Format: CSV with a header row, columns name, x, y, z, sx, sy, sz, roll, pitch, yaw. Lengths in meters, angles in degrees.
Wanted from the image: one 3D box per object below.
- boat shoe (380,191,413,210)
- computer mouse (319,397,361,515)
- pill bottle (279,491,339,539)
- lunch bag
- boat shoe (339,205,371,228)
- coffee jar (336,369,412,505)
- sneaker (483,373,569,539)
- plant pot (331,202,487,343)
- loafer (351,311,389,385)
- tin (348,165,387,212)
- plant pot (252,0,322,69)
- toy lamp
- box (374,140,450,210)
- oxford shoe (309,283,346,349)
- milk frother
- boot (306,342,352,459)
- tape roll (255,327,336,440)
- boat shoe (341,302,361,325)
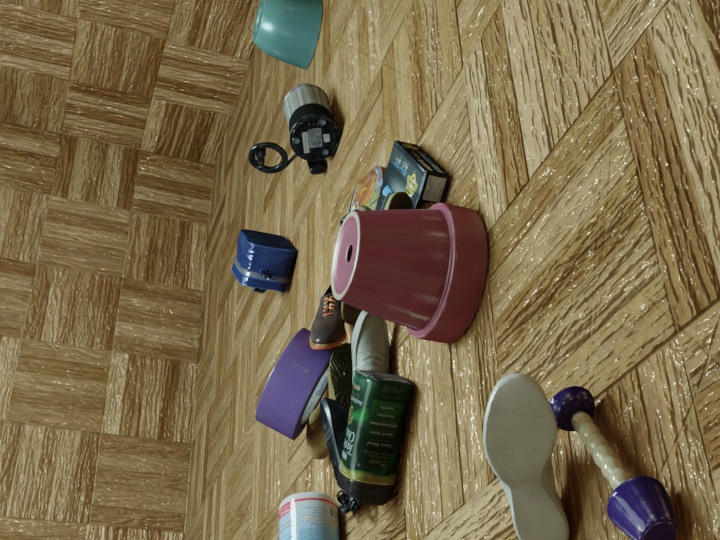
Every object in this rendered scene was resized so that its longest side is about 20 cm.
name,x,y,z,sx,sy,sz,roll,pitch,yaw
boat shoe,0.036,-0.027,1.471,0.066,0.071,0.202,19,109,46
computer mouse,-0.024,0.312,1.604,0.139,0.052,0.201,123,135,-73
pill bottle,-0.089,0.502,1.654,0.109,0.108,0.201,118,156,-45
lunch bag,-0.250,-0.015,2.424,0.200,0.135,0.133,-133,55,-68
boat shoe,0.001,-0.010,1.624,0.073,0.064,0.201,16,121,57
coffee jar,0.020,0.263,1.481,0.104,0.085,0.202,-173,92,-73
sneaker,0.169,0.190,0.982,0.089,0.075,0.201,-82,-19,-70
plant pot,0.060,-0.006,1.346,0.200,0.178,0.202,-170,90,-74
loafer,0.020,0.164,1.567,0.070,0.069,0.202,173,97,-78
tin,0.022,-0.127,1.777,0.200,0.042,0.113,151,131,-69
plant pot,-0.211,-0.681,2.631,0.200,0.160,0.202,-170,90,-72
toy lamp,0.235,0.182,0.883,0.200,0.058,0.059,-115,39,-61
box,0.080,-0.114,1.565,0.200,0.046,0.160,-119,42,-64
oxford shoe,-0.061,0.085,1.765,0.200,0.071,0.073,-77,-20,-66
milk frother,-0.165,-0.330,2.223,0.189,0.198,0.182,-107,28,-56
boot,-0.055,0.248,1.769,0.200,0.066,0.176,129,148,-61
tape roll,-0.118,0.217,1.805,0.201,0.085,0.200,-62,-7,-14
boat shoe,0.000,0.000,1.720,0.072,0.072,0.201,-96,12,-59
